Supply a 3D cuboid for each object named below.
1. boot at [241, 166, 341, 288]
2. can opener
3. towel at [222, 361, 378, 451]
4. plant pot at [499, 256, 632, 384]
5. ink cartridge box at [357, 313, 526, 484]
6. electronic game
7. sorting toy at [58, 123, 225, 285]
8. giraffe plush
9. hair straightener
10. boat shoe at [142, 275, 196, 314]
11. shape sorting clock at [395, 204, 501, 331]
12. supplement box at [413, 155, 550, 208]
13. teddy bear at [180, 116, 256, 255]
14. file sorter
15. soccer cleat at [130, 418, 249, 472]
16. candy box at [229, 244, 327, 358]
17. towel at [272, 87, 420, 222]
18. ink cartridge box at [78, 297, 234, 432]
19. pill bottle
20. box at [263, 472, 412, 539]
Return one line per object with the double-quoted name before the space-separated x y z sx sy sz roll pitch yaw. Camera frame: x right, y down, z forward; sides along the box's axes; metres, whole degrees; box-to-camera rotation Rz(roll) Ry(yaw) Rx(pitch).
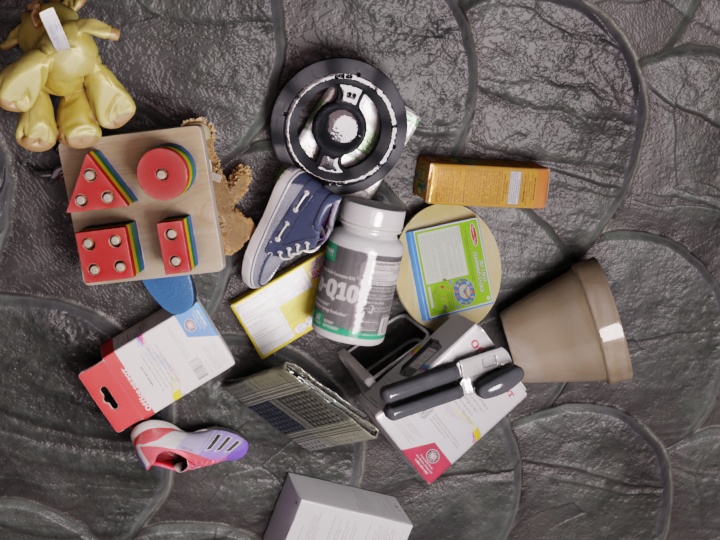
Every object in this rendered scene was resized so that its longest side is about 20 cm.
"boot" -0.101 -0.042 1.478 0.090 0.073 0.201 33 119 19
"can opener" 0.128 0.159 1.410 0.199 0.067 0.054 -17 104 -17
"towel" -0.088 0.203 1.539 0.192 0.200 0.035 40 57 -21
"plant pot" 0.318 0.097 1.630 0.172 0.200 0.201 -16 110 6
"ink cartridge box" 0.119 0.185 1.494 0.200 0.086 0.148 -40 111 -10
"electronic game" -0.031 -0.205 1.476 0.199 0.042 0.201 -3 112 -7
"sorting toy" -0.298 -0.082 1.368 0.199 0.070 0.200 -6 103 7
"giraffe plush" -0.394 -0.275 1.324 0.172 0.162 0.201 -10 129 -21
"hair straightener" -0.369 -0.166 1.423 0.199 0.041 0.077 -6 107 -10
"boat shoe" -0.282 -0.037 1.449 0.084 0.069 0.201 -21 101 10
"shape sorting clock" 0.135 -0.004 1.588 0.199 0.039 0.201 1 88 -25
"supplement box" 0.186 -0.135 1.574 0.199 0.067 0.069 -1 106 -17
"teddy bear" -0.224 -0.116 1.455 0.145 0.067 0.200 -54 125 -22
"file sorter" 0.081 0.191 1.601 0.124 0.139 0.201 -34 112 -8
"soccer cleat" -0.249 0.273 1.535 0.199 0.073 0.068 17 125 -41
"candy box" -0.090 0.041 1.566 0.199 0.026 0.103 -30 109 -7
"towel" -0.021 -0.182 1.525 0.149 0.031 0.201 30 98 -19
"ink cartridge box" -0.300 0.134 1.508 0.199 0.067 0.117 -31 111 -6
"pill bottle" 0.000 0.000 1.508 0.112 0.113 0.201 9 100 -18
"box" -0.037 0.420 1.652 0.199 0.097 0.125 18 100 -21
